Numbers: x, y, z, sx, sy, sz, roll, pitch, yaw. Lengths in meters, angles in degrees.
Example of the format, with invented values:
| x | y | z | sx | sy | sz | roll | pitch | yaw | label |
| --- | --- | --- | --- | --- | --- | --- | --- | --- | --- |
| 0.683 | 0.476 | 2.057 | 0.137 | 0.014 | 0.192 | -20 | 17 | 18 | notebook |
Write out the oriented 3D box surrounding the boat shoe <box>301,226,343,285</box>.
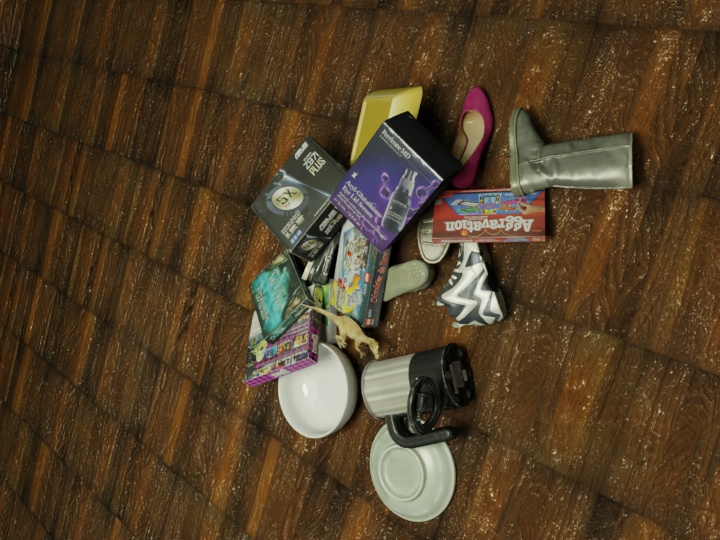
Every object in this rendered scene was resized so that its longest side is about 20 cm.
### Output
| x | y | z | sx | sy | sz | roll | pitch | yaw | label |
| --- | --- | --- | --- | --- | --- | --- | --- | --- | --- |
| -0.057 | -0.058 | 1.304 | 0.065 | 0.075 | 0.201 | 27 | 77 | -3 | boat shoe |

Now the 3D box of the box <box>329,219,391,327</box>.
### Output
| x | y | z | sx | sy | sz | roll | pitch | yaw | label |
| --- | --- | --- | --- | --- | --- | --- | --- | --- | --- |
| 0.000 | 0.000 | 1.238 | 0.136 | 0.037 | 0.203 | 26 | 110 | 51 | box |

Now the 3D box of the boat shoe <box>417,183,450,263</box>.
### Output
| x | y | z | sx | sy | sz | roll | pitch | yaw | label |
| --- | --- | --- | --- | --- | --- | --- | --- | --- | --- |
| 0.153 | -0.112 | 1.160 | 0.071 | 0.068 | 0.203 | 3 | 85 | 17 | boat shoe |

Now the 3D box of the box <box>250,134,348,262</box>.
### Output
| x | y | z | sx | sy | sz | roll | pitch | yaw | label |
| --- | --- | --- | --- | --- | --- | --- | --- | --- | --- |
| -0.107 | -0.151 | 1.252 | 0.200 | 0.086 | 0.164 | -48 | 59 | 9 | box |

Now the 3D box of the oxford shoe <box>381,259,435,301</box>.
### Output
| x | y | z | sx | sy | sz | roll | pitch | yaw | label |
| --- | --- | --- | --- | --- | --- | --- | --- | --- | --- |
| 0.077 | 0.019 | 1.213 | 0.199 | 0.057 | 0.076 | -17 | 82 | 49 | oxford shoe |

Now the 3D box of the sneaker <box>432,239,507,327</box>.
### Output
| x | y | z | sx | sy | sz | roll | pitch | yaw | label |
| --- | --- | --- | --- | --- | --- | --- | --- | --- | --- |
| 0.184 | 0.014 | 1.117 | 0.128 | 0.079 | 0.202 | -22 | 84 | 23 | sneaker |

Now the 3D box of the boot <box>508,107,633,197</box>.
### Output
| x | y | z | sx | sy | sz | roll | pitch | yaw | label |
| --- | --- | --- | --- | --- | --- | --- | --- | --- | --- |
| 0.359 | -0.212 | 1.016 | 0.198 | 0.072 | 0.185 | -8 | 75 | 34 | boot |

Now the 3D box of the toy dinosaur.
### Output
| x | y | z | sx | sy | sz | roll | pitch | yaw | label |
| --- | --- | --- | --- | --- | --- | --- | --- | --- | --- |
| -0.025 | 0.121 | 1.238 | 0.199 | 0.102 | 0.058 | 31 | 63 | 24 | toy dinosaur |

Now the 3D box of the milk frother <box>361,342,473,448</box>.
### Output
| x | y | z | sx | sy | sz | roll | pitch | yaw | label |
| --- | --- | --- | --- | --- | --- | --- | --- | --- | --- |
| 0.082 | 0.225 | 1.091 | 0.186 | 0.199 | 0.183 | -19 | 56 | 33 | milk frother |

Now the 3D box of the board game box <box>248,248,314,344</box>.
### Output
| x | y | z | sx | sy | sz | roll | pitch | yaw | label |
| --- | --- | --- | --- | --- | --- | --- | --- | --- | --- |
| -0.181 | 0.052 | 1.333 | 0.135 | 0.028 | 0.201 | -44 | 39 | 11 | board game box |

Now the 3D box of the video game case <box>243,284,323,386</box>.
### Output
| x | y | z | sx | sy | sz | roll | pitch | yaw | label |
| --- | --- | --- | --- | --- | --- | --- | --- | --- | --- |
| -0.169 | 0.143 | 1.303 | 0.198 | 0.036 | 0.183 | -25 | 47 | 31 | video game case |

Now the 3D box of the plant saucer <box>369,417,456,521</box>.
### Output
| x | y | z | sx | sy | sz | roll | pitch | yaw | label |
| --- | --- | --- | --- | --- | --- | --- | --- | --- | --- |
| 0.090 | 0.394 | 1.173 | 0.198 | 0.050 | 0.203 | -4 | 83 | 35 | plant saucer |

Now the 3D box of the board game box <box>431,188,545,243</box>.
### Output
| x | y | z | sx | sy | sz | roll | pitch | yaw | label |
| --- | --- | --- | --- | --- | --- | --- | --- | --- | --- |
| 0.230 | -0.099 | 1.072 | 0.197 | 0.019 | 0.104 | 0 | 65 | 17 | board game box |

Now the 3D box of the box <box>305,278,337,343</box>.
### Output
| x | y | z | sx | sy | sz | roll | pitch | yaw | label |
| --- | --- | --- | --- | --- | --- | --- | --- | --- | --- |
| -0.139 | 0.094 | 1.370 | 0.198 | 0.036 | 0.147 | -3 | 84 | 34 | box |

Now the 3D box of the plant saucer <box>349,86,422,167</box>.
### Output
| x | y | z | sx | sy | sz | roll | pitch | yaw | label |
| --- | --- | --- | --- | --- | --- | --- | --- | --- | --- |
| 0.039 | -0.275 | 1.207 | 0.200 | 0.048 | 0.203 | 29 | 108 | 63 | plant saucer |

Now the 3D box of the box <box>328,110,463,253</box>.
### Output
| x | y | z | sx | sy | sz | roll | pitch | yaw | label |
| --- | --- | --- | --- | --- | --- | --- | --- | --- | --- |
| 0.062 | -0.159 | 1.078 | 0.148 | 0.104 | 0.200 | 44 | 127 | 6 | box |

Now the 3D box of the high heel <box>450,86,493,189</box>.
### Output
| x | y | z | sx | sy | sz | roll | pitch | yaw | label |
| --- | --- | --- | --- | --- | --- | --- | --- | --- | --- |
| 0.203 | -0.254 | 1.115 | 0.067 | 0.096 | 0.203 | -3 | 85 | 35 | high heel |

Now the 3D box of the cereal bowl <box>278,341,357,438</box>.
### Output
| x | y | z | sx | sy | sz | roll | pitch | yaw | label |
| --- | --- | --- | --- | --- | --- | --- | --- | --- | --- |
| -0.082 | 0.254 | 1.287 | 0.198 | 0.083 | 0.203 | -4 | 84 | 35 | cereal bowl |
